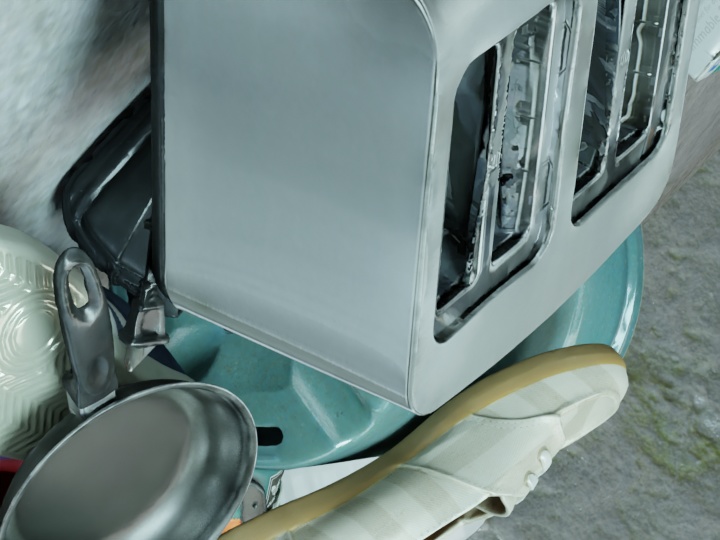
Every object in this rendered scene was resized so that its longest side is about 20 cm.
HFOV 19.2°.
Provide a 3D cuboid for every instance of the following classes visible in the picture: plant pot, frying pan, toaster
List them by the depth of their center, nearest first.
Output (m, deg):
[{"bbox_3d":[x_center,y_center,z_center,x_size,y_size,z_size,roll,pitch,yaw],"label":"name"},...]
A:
[{"bbox_3d":[0.019,-0.068,0.698,0.181,0.118,0.201,-37,142,-42],"label":"toaster"},{"bbox_3d":[-0.104,0.068,0.769,0.115,0.031,0.190,-44,143,-3],"label":"frying pan"},{"bbox_3d":[0.000,0.000,0.946,0.200,0.200,0.196,-49,162,21],"label":"plant pot"}]

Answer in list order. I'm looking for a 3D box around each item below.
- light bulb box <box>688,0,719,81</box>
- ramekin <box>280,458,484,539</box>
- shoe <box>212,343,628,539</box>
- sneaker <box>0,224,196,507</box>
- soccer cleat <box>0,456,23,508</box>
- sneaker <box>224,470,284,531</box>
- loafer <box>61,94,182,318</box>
[{"bbox_3d":[0.220,-0.223,1.147,0.198,0.125,0.200,-50,172,23],"label":"light bulb box"},{"bbox_3d":[-0.017,0.081,1.207,0.202,0.202,0.095,-41,131,-30],"label":"ramekin"},{"bbox_3d":[0.030,0.095,0.876,0.199,0.054,0.070,-28,160,-11],"label":"shoe"},{"bbox_3d":[-0.130,0.024,0.802,0.075,0.084,0.200,-44,147,-3],"label":"sneaker"},{"bbox_3d":[-0.190,0.110,0.777,0.200,0.073,0.069,-32,122,-52],"label":"soccer cleat"},{"bbox_3d":[-0.068,0.128,1.100,0.079,0.201,0.071,-16,-157,14],"label":"sneaker"},{"bbox_3d":[-0.029,-0.070,0.816,0.201,0.070,0.068,-48,171,5],"label":"loafer"}]
